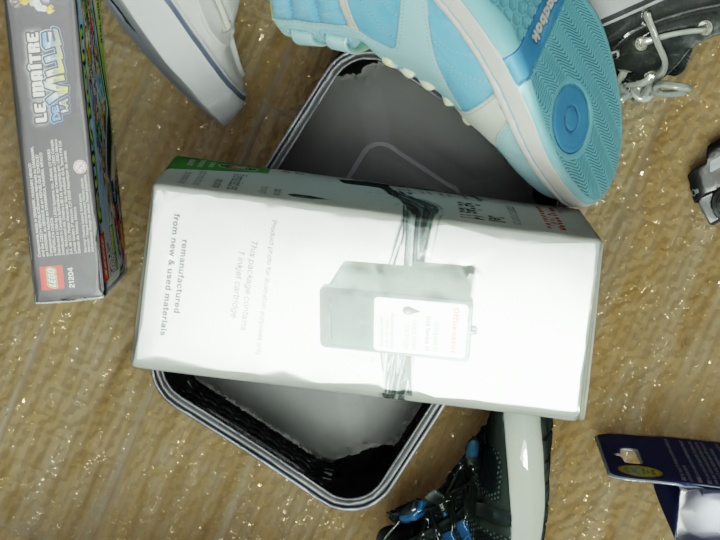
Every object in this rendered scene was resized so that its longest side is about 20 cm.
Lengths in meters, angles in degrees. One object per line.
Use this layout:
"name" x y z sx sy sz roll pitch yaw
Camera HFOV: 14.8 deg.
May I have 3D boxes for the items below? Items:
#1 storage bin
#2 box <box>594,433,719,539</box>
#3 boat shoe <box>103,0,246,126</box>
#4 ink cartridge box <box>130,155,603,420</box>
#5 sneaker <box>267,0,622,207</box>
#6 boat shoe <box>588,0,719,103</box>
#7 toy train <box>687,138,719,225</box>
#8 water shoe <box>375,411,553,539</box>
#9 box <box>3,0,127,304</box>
"storage bin" 0.000 0.000 1.361 0.135 0.094 0.201 33 95 -2
"box" 0.215 0.111 1.354 0.198 0.121 0.033 6 97 1
"boat shoe" -0.083 -0.134 1.305 0.065 0.200 0.074 -43 67 -4
"ink cartridge box" 0.005 0.006 1.242 0.198 0.147 0.084 8 97 -1
"sneaker" 0.033 -0.109 1.274 0.130 0.080 0.201 -4 130 39
"boat shoe" 0.137 -0.117 1.351 0.198 0.074 0.069 -23 99 -15
"toy train" 0.252 -0.085 1.378 0.199 0.034 0.046 -29 83 5
"water shoe" 0.047 0.134 1.345 0.078 0.072 0.201 8 130 1
"box" -0.145 -0.089 1.345 0.034 0.110 0.202 -5 97 1
